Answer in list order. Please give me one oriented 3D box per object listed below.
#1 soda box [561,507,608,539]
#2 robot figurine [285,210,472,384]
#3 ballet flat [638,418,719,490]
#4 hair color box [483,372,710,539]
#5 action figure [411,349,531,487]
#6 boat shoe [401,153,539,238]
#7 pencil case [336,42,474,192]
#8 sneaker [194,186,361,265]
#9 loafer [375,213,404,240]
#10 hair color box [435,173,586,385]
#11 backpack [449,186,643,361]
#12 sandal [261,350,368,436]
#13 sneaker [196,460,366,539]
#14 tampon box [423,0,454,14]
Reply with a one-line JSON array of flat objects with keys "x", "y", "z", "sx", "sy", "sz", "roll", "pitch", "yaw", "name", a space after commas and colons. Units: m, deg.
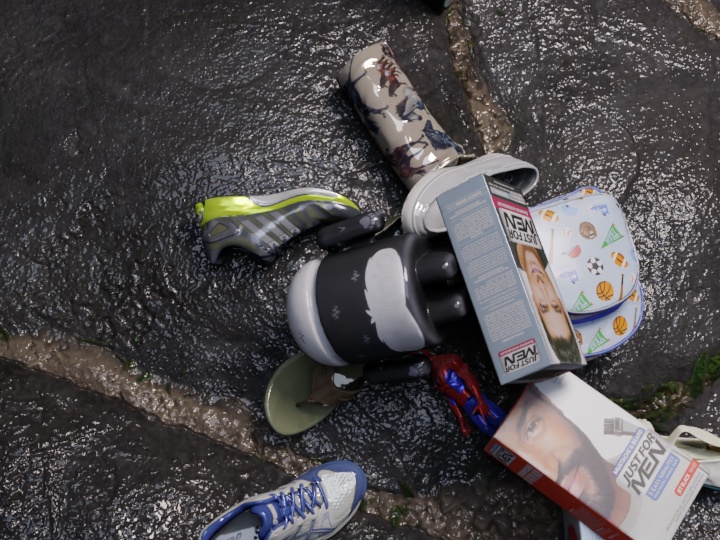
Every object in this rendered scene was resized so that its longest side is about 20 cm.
[{"x": 0.261, "y": 0.327, "z": 0.995, "sx": 0.063, "sy": 0.068, "sz": 0.201, "roll": -2, "pitch": 72, "yaw": -3, "name": "soda box"}, {"x": 0.019, "y": 0.030, "z": 0.981, "sx": 0.199, "sy": 0.125, "sz": 0.151, "roll": -15, "pitch": 61, "yaw": 24, "name": "robot figurine"}, {"x": 0.332, "y": 0.197, "z": 1.038, "sx": 0.199, "sy": 0.069, "sz": 0.070, "roll": 8, "pitch": 72, "yaw": -3, "name": "ballet flat"}, {"x": 0.243, "y": 0.197, "z": 0.970, "sx": 0.200, "sy": 0.064, "sz": 0.111, "roll": 34, "pitch": 70, "yaw": 11, "name": "hair color box"}, {"x": 0.133, "y": 0.156, "z": 1.049, "sx": 0.200, "sy": 0.065, "sz": 0.052, "roll": 45, "pitch": 59, "yaw": 11, "name": "action figure"}, {"x": 0.133, "y": -0.085, "z": 1.090, "sx": 0.200, "sy": 0.068, "sz": 0.072, "roll": -20, "pitch": 113, "yaw": -40, "name": "boat shoe"}, {"x": 0.050, "y": -0.190, "z": 1.153, "sx": 0.089, "sy": 0.078, "sz": 0.200, "roll": -26, "pitch": 74, "yaw": -25, "name": "pencil case"}, {"x": -0.096, "y": -0.048, "z": 1.111, "sx": 0.199, "sy": 0.074, "sz": 0.081, "roll": -6, "pitch": 78, "yaw": 3, "name": "sneaker"}, {"x": 0.000, "y": 0.000, "z": 1.092, "sx": 0.075, "sy": 0.070, "sz": 0.200, "roll": 40, "pitch": 75, "yaw": 10, "name": "loafer"}, {"x": 0.152, "y": 0.011, "z": 0.939, "sx": 0.060, "sy": 0.099, "sz": 0.201, "roll": -26, "pitch": 72, "yaw": 28, "name": "hair color box"}, {"x": 0.231, "y": 0.012, "z": 1.063, "sx": 0.199, "sy": 0.154, "sz": 0.191, "roll": -17, "pitch": 83, "yaw": -11, "name": "backpack"}, {"x": -0.023, "y": 0.112, "z": 1.052, "sx": 0.200, "sy": 0.057, "sz": 0.080, "roll": -31, "pitch": 93, "yaw": -13, "name": "sandal"}, {"x": -0.080, "y": 0.264, "z": 0.993, "sx": 0.199, "sy": 0.088, "sz": 0.075, "roll": -27, "pitch": 73, "yaw": -12, "name": "sneaker"}, {"x": 0.115, "y": -0.459, "z": 1.179, "sx": 0.126, "sy": 0.200, "sz": 0.150, "roll": 42, "pitch": 76, "yaw": 11, "name": "tampon box"}]
